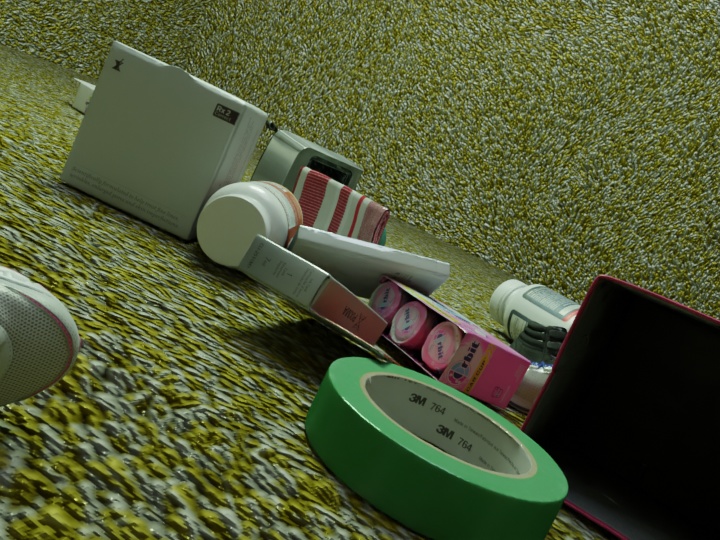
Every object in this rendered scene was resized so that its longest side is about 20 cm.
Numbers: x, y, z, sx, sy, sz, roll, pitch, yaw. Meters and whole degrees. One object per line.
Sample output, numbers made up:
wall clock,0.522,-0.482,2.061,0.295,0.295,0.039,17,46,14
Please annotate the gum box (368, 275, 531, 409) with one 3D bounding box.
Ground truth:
gum box,0.095,0.080,0.867,0.113,0.066,0.200,26,5,-33

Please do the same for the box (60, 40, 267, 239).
box,-0.264,-0.173,0.977,0.199,0.200,0.131,26,7,4

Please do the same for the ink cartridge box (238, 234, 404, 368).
ink cartridge box,-0.011,0.047,0.728,0.173,0.044,0.200,28,-7,24

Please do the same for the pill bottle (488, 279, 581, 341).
pill bottle,0.332,0.094,1.292,0.119,0.120,0.200,18,12,-37

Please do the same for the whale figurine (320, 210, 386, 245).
whale figurine,-0.028,-0.067,1.204,0.159,0.104,0.200,63,-21,-12

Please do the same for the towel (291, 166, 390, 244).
towel,-0.052,-0.065,1.099,0.200,0.144,0.023,32,15,37

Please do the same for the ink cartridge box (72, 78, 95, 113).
ink cartridge box,-0.626,-0.403,1.761,0.200,0.068,0.115,31,11,33

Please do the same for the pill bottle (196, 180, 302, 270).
pill bottle,-0.144,-0.059,0.928,0.112,0.112,0.200,25,9,1

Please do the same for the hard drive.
hard drive,0.000,0.000,0.937,0.199,0.027,0.132,13,-25,-13

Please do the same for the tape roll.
tape roll,0.058,0.135,0.546,0.200,0.048,0.200,24,9,-4

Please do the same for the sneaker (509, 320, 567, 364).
sneaker,0.274,0.135,0.965,0.071,0.099,0.200,20,11,-37

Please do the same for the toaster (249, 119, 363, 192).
toaster,-0.113,-0.154,1.335,0.200,0.181,0.119,18,12,-41

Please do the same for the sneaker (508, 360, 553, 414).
sneaker,0.257,0.135,0.867,0.199,0.115,0.081,28,8,20

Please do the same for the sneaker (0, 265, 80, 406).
sneaker,-0.202,0.046,0.289,0.088,0.082,0.200,32,19,32

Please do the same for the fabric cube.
fabric cube,0.290,0.137,0.664,0.196,0.200,0.199,29,9,30
